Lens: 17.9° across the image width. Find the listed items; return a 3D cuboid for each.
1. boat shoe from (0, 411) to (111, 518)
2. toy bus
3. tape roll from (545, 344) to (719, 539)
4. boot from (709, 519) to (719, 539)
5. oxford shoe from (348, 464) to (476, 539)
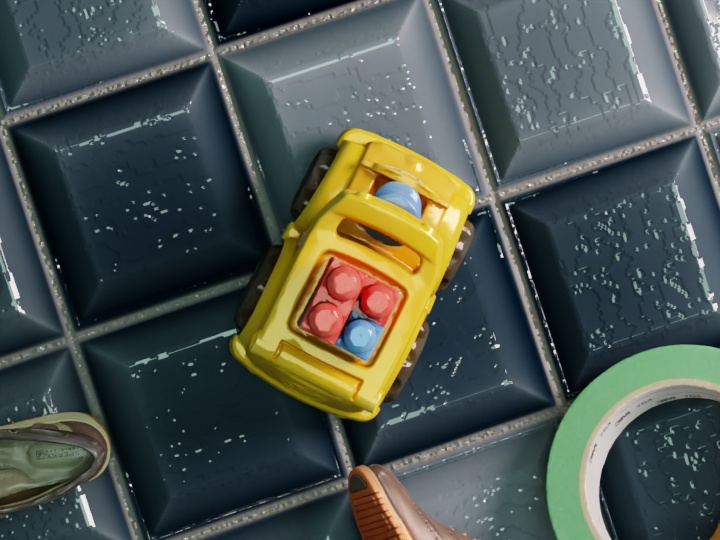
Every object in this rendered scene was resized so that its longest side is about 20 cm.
[{"bbox_3d":[-0.280,0.146,1.656,0.199,0.065,0.074,-17,92,-3],"label":"boat shoe"},{"bbox_3d":[0.000,0.000,1.618,0.135,0.192,0.201,27,86,-2],"label":"toy bus"},{"bbox_3d":[0.236,0.156,1.663,0.199,0.048,0.202,-5,74,17],"label":"tape roll"},{"bbox_3d":[0.291,0.148,1.706,0.200,0.071,0.145,-25,82,-1],"label":"boot"},{"bbox_3d":[0.064,0.217,1.689,0.073,0.071,0.200,-37,97,-24],"label":"oxford shoe"}]
